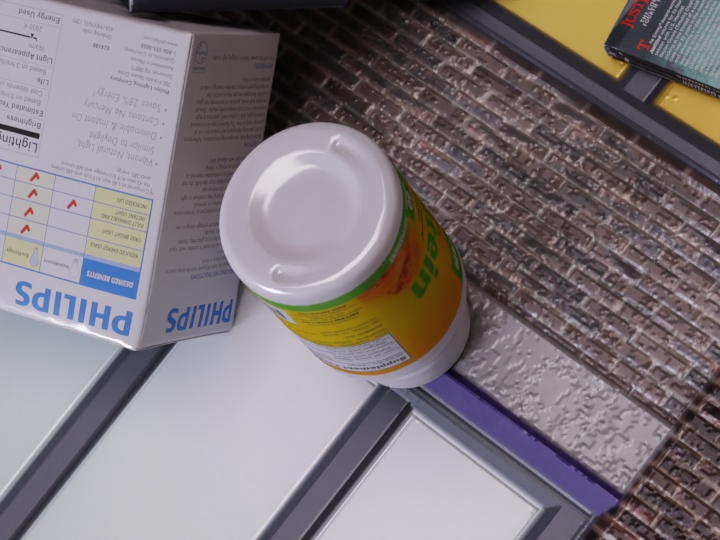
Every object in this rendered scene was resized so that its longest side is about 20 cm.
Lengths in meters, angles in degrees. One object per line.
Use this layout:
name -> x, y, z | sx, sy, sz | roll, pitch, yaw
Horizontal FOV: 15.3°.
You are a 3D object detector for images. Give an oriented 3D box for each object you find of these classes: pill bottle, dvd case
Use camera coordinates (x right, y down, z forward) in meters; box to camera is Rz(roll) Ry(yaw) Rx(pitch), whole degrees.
pill bottle -> 0.000, 0.000, 1.611 | 0.110, 0.200, 0.112 | -7, 66, 17
dvd case -> 0.271, -0.166, 1.681 | 0.199, 0.022, 0.147 | 24, 78, 26

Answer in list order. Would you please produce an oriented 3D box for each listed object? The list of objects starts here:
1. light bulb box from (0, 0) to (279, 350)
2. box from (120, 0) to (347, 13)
light bulb box -> -0.175, -0.073, 1.714 | 0.197, 0.125, 0.201 | 15, 100, 25
box -> -0.101, -0.242, 1.726 | 0.147, 0.105, 0.200 | -3, 22, -17
